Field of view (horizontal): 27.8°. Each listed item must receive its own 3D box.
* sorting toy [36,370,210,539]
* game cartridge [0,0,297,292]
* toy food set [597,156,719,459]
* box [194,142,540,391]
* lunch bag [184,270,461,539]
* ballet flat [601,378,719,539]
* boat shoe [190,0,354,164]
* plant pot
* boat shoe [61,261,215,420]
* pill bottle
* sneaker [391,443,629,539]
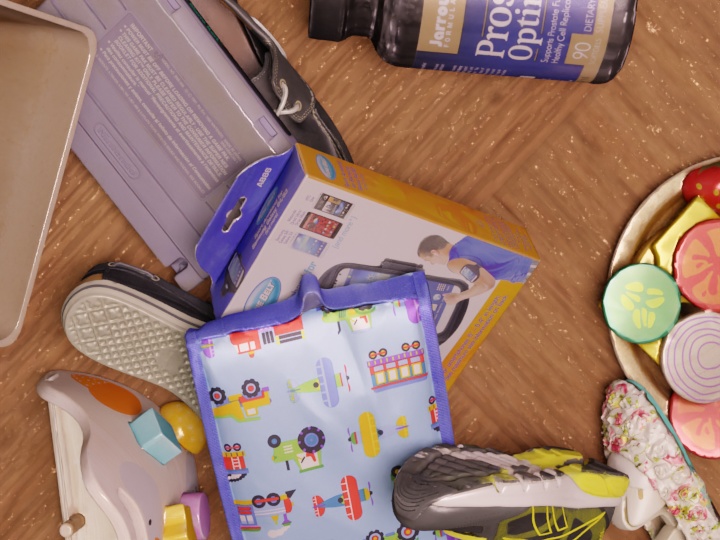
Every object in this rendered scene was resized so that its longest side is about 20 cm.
[{"bbox_3d":[-0.145,0.168,0.895,0.105,0.180,0.203,-6,95,-3],"label":"sorting toy"},{"bbox_3d":[-0.126,-0.098,0.919,0.129,0.038,0.201,-34,98,29],"label":"game cartridge"},{"bbox_3d":[0.260,0.024,0.975,0.200,0.049,0.198,42,91,-5],"label":"toy food set"},{"bbox_3d":[0.000,0.000,0.904,0.198,0.042,0.120,17,121,-29],"label":"box"},{"bbox_3d":[-0.019,0.094,0.902,0.149,0.094,0.202,-11,122,-3],"label":"lunch bag"},{"bbox_3d":[0.205,0.171,0.966,0.064,0.076,0.201,-32,94,-18],"label":"ballet flat"},{"bbox_3d":[-0.068,-0.108,0.939,0.071,0.068,0.201,-35,97,-2],"label":"boat shoe"},{"bbox_3d":[-0.305,-0.082,0.856,0.176,0.199,0.202,18,94,31],"label":"plant pot"},{"bbox_3d":[-0.101,0.055,0.948,0.199,0.062,0.075,30,113,-20],"label":"boat shoe"},{"bbox_3d":[0.068,-0.181,0.918,0.197,0.112,0.113,4,94,-4],"label":"pill bottle"},{"bbox_3d":[0.094,0.155,0.882,0.199,0.074,0.086,7,96,-43],"label":"sneaker"}]
